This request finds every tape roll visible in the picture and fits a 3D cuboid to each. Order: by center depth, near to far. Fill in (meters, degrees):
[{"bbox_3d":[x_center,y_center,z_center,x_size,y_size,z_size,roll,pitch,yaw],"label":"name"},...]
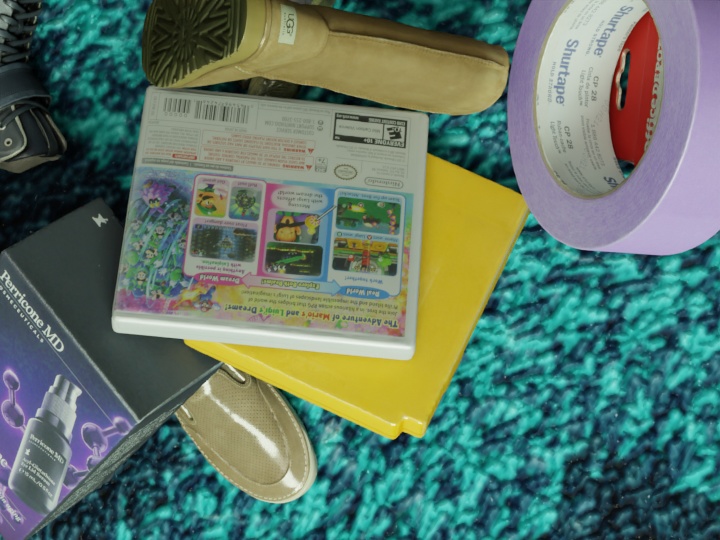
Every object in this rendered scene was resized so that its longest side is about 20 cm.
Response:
[{"bbox_3d":[0.174,-0.112,1.122,0.065,0.200,0.203,3,97,-29],"label":"tape roll"}]

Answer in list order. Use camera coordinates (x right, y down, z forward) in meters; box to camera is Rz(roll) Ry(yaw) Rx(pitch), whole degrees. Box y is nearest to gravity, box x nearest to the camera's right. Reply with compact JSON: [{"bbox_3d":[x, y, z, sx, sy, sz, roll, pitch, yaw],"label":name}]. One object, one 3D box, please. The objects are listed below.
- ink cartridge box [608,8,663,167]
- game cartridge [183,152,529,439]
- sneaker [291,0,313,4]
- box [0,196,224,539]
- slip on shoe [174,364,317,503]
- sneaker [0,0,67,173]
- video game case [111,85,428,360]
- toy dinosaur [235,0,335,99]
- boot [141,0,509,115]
[{"bbox_3d":[0.242,-0.117,1.139,0.067,0.199,0.118,3,97,-28],"label":"ink cartridge box"},{"bbox_3d":[0.000,0.000,1.194,0.175,0.033,0.201,24,64,9],"label":"game cartridge"},{"bbox_3d":[-0.041,-0.278,1.218,0.113,0.076,0.202,-21,69,-11],"label":"sneaker"},{"bbox_3d":[-0.211,0.072,1.222,0.148,0.104,0.200,49,131,5],"label":"box"},{"bbox_3d":[-0.107,0.084,1.262,0.076,0.061,0.201,-34,87,12],"label":"slip on shoe"},{"bbox_3d":[-0.239,-0.160,1.255,0.202,0.077,0.147,-44,74,21],"label":"sneaker"},{"bbox_3d":[-0.057,-0.034,1.178,0.197,0.024,0.184,6,62,-2],"label":"video game case"},{"bbox_3d":[-0.070,-0.153,1.245,0.087,0.047,0.202,27,99,-6],"label":"toy dinosaur"},{"bbox_3d":[-0.029,-0.140,1.182,0.198,0.174,0.067,7,91,-33],"label":"boot"}]
